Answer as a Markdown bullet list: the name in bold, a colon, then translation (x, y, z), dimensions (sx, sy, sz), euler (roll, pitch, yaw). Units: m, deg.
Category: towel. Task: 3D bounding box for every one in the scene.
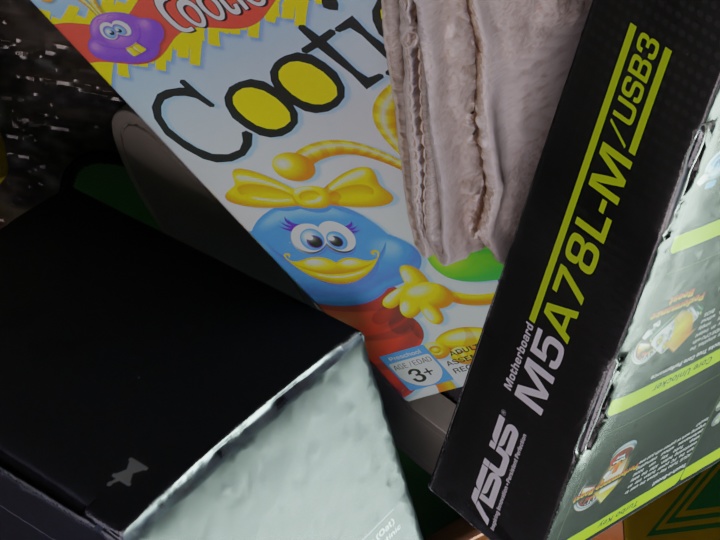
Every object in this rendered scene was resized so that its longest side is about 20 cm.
- **towel**: translation (0.086, -0.092, 0.606), dimensions (0.034, 0.200, 0.133), euler (38, 153, 33)

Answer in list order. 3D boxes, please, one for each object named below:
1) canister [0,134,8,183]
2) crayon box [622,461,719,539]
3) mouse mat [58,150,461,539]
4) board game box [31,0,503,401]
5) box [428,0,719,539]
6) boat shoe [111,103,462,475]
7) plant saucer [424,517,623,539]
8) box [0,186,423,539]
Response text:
- **canister**: translation (-0.226, 0.003, 0.770), dimensions (0.148, 0.087, 0.200), euler (32, 105, -24)
- **crayon box**: translation (0.217, 0.102, 0.802), dimensions (0.200, 0.058, 0.172), euler (36, 120, -26)
- **mouse mat**: translation (-0.018, 0.041, 0.864), dimensions (0.199, 0.008, 0.162), euler (9, 120, -2)
- **board game box**: translation (0.009, -0.068, 0.693), dimensions (0.103, 0.105, 0.200), euler (-17, 135, 28)
- **box**: translation (0.119, -0.035, 0.628), dimensions (0.047, 0.200, 0.194), euler (40, 134, 26)
- **boat shoe**: translation (0.000, 0.000, 0.815), dimensions (0.200, 0.063, 0.073), euler (43, 160, -13)
- **plant saucer**: translation (0.086, 0.155, 0.902), dimensions (0.199, 0.038, 0.201), euler (-3, 124, -5)
- **box**: translation (-0.061, 0.095, 0.779), dimensions (0.148, 0.104, 0.201), euler (26, 144, 39)
